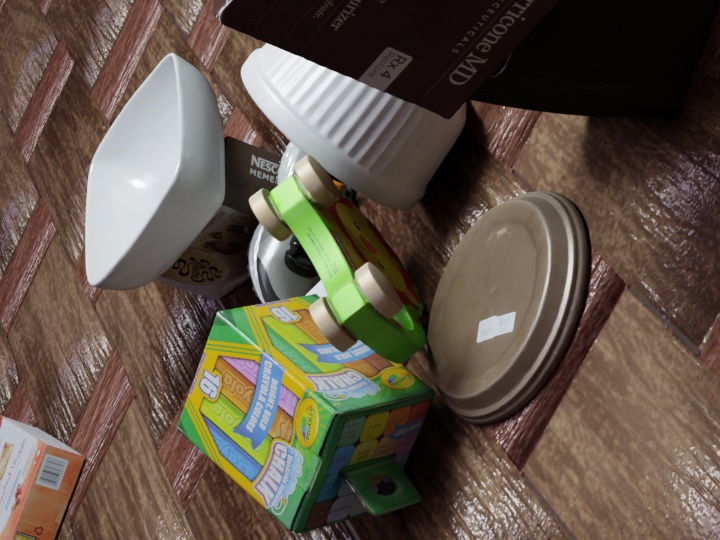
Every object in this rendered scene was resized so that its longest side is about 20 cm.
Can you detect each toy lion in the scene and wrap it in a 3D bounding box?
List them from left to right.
[{"bbox_3d":[0.000,0.000,1.706,0.069,0.192,0.200,-38,55,12],"label":"toy lion"}]

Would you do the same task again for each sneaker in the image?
[{"bbox_3d":[-0.052,-0.048,1.950,0.079,0.074,0.200,-9,63,55],"label":"sneaker"}]

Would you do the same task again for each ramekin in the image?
[{"bbox_3d":[0.002,-0.158,1.795,0.105,0.200,0.200,-50,31,16],"label":"ramekin"}]

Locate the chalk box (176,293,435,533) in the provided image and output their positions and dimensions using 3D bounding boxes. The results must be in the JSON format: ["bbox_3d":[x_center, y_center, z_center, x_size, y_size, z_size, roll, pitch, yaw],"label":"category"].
[{"bbox_3d":[-0.032,0.128,1.665,0.200,0.125,0.124,37,119,32],"label":"chalk box"}]

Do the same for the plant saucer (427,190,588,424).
[{"bbox_3d":[0.113,0.026,1.632,0.200,0.029,0.200,-41,38,42],"label":"plant saucer"}]

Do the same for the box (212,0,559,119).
[{"bbox_3d":[0.020,-0.244,1.412,0.166,0.200,0.164,-47,34,38],"label":"box"}]

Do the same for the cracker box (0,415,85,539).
[{"bbox_3d":[-0.406,0.259,2.411,0.200,0.058,0.134,13,82,64],"label":"cracker box"}]

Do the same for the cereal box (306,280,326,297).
[{"bbox_3d":[-0.029,0.098,1.833,0.144,0.039,0.200,-44,36,38],"label":"cereal box"}]

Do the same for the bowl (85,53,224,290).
[{"bbox_3d":[-0.199,-0.088,2.000,0.200,0.075,0.200,-47,34,36],"label":"bowl"}]

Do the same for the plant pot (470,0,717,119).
[{"bbox_3d":[0.160,-0.210,1.547,0.200,0.177,0.200,11,81,63],"label":"plant pot"}]

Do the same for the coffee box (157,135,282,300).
[{"bbox_3d":[-0.143,-0.051,2.077,0.200,0.113,0.080,-31,45,50],"label":"coffee box"}]
